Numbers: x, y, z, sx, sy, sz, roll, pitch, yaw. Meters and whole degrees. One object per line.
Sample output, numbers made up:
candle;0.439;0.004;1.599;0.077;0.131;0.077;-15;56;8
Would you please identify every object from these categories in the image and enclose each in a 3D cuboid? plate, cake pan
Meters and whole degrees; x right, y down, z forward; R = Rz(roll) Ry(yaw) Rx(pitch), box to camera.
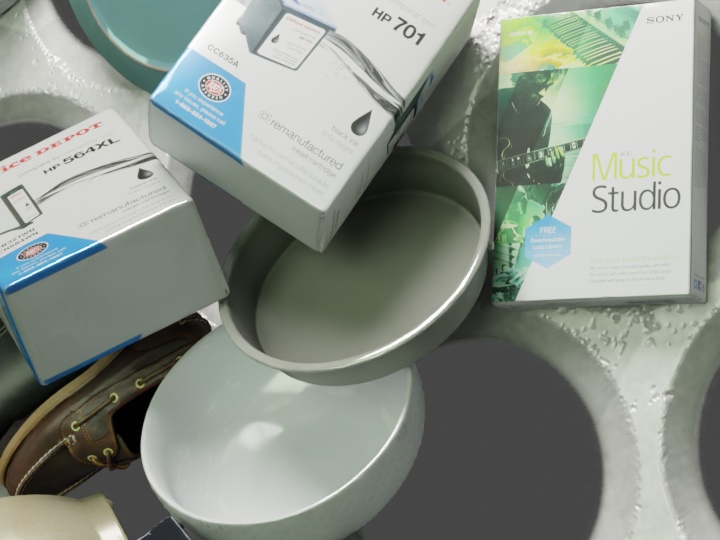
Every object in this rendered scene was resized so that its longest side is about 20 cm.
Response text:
plate;-0.143;-0.212;1.653;0.199;0.026;0.202;14;121;25
cake pan;0.000;0.000;1.539;0.199;0.037;0.201;-16;43;15

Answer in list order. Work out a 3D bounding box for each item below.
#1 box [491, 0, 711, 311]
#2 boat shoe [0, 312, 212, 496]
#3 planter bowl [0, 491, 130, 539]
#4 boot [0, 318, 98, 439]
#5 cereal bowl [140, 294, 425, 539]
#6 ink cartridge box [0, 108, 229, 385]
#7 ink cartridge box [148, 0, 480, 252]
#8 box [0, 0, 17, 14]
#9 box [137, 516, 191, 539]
box;0.161;-0.076;1.515;0.143;0.036;0.202;-3;77;28
boat shoe;-0.181;0.107;1.642;0.200;0.070;0.070;-46;61;13
planter bowl;-0.208;0.237;1.579;0.134;0.201;0.201;-29;65;-9
boot;-0.285;0.054;1.711;0.168;0.076;0.200;-42;44;-1
cereal bowl;-0.044;0.117;1.539;0.198;0.084;0.201;-15;42;14
ink cartridge box;-0.197;-0.021;1.591;0.145;0.085;0.200;-27;30;-11
ink cartridge box;-0.031;-0.139;1.542;0.146;0.086;0.201;32;73;7
box;-0.361;-0.231;1.778;0.199;0.124;0.098;-36;65;17
box;-0.121;0.290;1.468;0.147;0.201;0.104;-33;28;-11
